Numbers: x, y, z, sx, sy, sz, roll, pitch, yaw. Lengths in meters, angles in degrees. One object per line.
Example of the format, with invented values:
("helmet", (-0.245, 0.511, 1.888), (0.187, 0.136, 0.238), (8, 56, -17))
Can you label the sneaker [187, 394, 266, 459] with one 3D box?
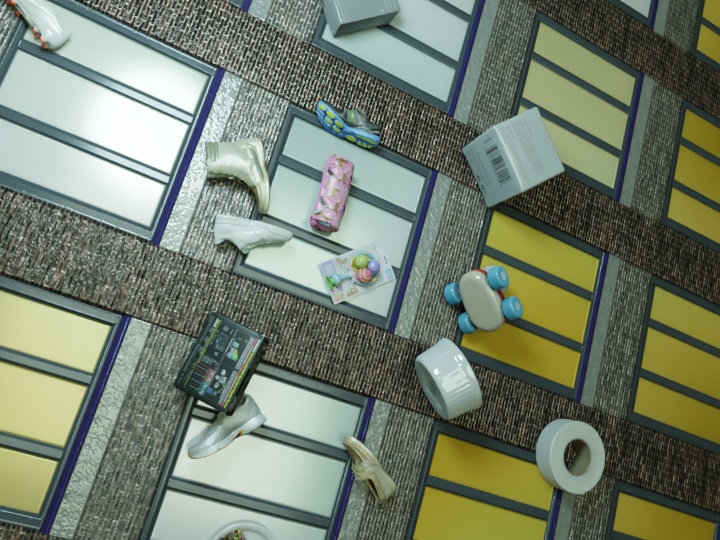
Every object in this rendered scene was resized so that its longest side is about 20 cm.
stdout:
("sneaker", (-0.329, 0.372, 1.367), (0.198, 0.076, 0.093), (-27, 85, -28))

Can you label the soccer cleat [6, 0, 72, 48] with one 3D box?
("soccer cleat", (-0.763, -0.616, 1.333), (0.077, 0.069, 0.202), (-41, 104, -25))

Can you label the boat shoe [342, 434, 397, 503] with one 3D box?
("boat shoe", (0.014, 0.512, 1.465), (0.069, 0.073, 0.201), (-42, 99, -25))

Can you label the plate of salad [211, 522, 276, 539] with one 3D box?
("plate of salad", (-0.280, 0.705, 1.348), (0.196, 0.048, 0.205), (2, 83, -19))

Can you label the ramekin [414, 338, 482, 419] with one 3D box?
("ramekin", (0.225, 0.291, 1.508), (0.096, 0.200, 0.204), (-24, 92, -13))

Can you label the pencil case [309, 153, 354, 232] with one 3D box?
("pencil case", (-0.075, -0.204, 1.520), (0.081, 0.087, 0.204), (11, 77, 14))

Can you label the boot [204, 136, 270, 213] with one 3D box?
("boot", (-0.311, -0.235, 1.443), (0.152, 0.072, 0.204), (-8, 81, -21))

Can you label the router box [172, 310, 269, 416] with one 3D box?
("router box", (-0.327, 0.219, 1.356), (0.148, 0.062, 0.203), (24, 75, 12))

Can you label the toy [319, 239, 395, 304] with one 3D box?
("toy", (0.000, 0.000, 1.538), (0.197, 0.047, 0.117), (-22, 92, -20))

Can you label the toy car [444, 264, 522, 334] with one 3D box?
("toy car", (0.375, 0.060, 1.628), (0.199, 0.183, 0.179), (-30, 94, -49))

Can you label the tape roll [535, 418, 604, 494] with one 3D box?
("tape roll", (0.618, 0.545, 1.682), (0.198, 0.071, 0.207), (3, 82, -20))

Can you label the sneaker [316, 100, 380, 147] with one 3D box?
("sneaker", (-0.032, -0.411, 1.574), (0.197, 0.071, 0.084), (23, 62, -17))

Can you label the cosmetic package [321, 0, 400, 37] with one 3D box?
("cosmetic package", (0.000, -0.744, 1.611), (0.197, 0.090, 0.109), (-24, 95, -24))

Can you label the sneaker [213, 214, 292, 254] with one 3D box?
("sneaker", (-0.272, -0.082, 1.447), (0.196, 0.075, 0.091), (10, 92, -12))

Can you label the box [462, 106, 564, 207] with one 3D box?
("box", (0.439, -0.323, 1.657), (0.169, 0.200, 0.202), (-26, 91, -18))
